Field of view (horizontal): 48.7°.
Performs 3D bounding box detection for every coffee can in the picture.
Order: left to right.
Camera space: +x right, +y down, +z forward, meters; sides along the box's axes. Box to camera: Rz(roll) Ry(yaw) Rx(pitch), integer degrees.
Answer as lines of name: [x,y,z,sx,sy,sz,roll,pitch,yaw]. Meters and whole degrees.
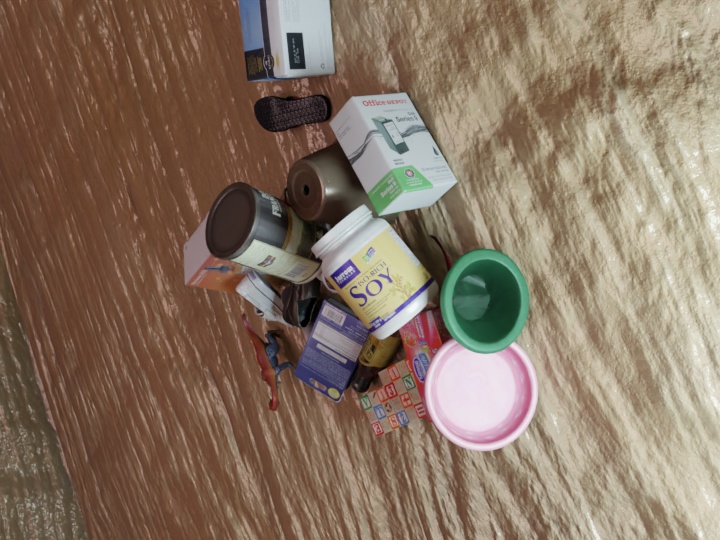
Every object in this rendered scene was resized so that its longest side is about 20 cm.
coffee can: [-0.174,-0.067,1.522,0.146,0.200,0.147,-16,65,38]

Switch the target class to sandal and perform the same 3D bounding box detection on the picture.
sandal: [-0.138,-0.333,1.671,0.199,0.045,0.076,3,109,32]

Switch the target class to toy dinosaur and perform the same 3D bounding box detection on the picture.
toy dinosaur: [-0.218,0.227,1.824,0.105,0.199,0.182,-50,20,31]

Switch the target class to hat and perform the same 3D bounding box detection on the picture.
hat: [0.181,0.049,1.389,0.201,0.165,0.176,-63,16,-17]

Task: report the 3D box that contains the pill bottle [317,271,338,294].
pill bottle: [0.000,0.000,1.556,0.199,0.112,0.113,13,111,44]

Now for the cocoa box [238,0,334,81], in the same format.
cocoa box: [-0.147,-0.478,1.563,0.131,0.133,0.201,7,106,46]

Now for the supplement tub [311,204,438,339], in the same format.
supplement tub: [0.023,0.001,1.380,0.200,0.145,0.145,50,135,0]

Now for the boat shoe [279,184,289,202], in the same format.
boat shoe: [-0.136,-0.146,1.640,0.075,0.068,0.201,32,104,10]

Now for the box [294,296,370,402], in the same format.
box: [-0.056,0.167,1.674,0.121,0.032,0.201,29,114,12]

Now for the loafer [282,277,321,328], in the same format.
loafer: [-0.105,0.032,1.645,0.071,0.073,0.201,37,124,46]

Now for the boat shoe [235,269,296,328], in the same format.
boat shoe: [-0.204,0.075,1.754,0.200,0.065,0.074,51,180,-40]

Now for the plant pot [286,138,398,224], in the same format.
plant pot: [-0.042,-0.162,1.511,0.200,0.174,0.201,17,114,44]

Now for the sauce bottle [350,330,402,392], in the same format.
sauce bottle: [0.032,0.169,1.604,0.066,0.066,0.201,46,129,28]

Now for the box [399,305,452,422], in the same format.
box: [0.156,0.164,1.447,0.099,0.095,0.201,-21,86,49]

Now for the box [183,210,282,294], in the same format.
box: [-0.269,-0.031,1.755,0.152,0.199,0.107,-42,48,45]

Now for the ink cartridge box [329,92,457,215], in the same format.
ink cartridge box: [0.057,-0.210,1.410,0.084,0.146,0.201,-42,71,44]

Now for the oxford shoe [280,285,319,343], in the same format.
oxford shoe: [-0.098,0.117,1.741,0.071,0.071,0.201,-32,88,3]

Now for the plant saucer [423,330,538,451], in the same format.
plant saucer: [0.201,0.204,1.359,0.051,0.199,0.202,143,110,-79]

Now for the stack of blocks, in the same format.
stack of blocks: [0.085,0.243,1.572,0.200,0.058,0.116,-35,75,46]
